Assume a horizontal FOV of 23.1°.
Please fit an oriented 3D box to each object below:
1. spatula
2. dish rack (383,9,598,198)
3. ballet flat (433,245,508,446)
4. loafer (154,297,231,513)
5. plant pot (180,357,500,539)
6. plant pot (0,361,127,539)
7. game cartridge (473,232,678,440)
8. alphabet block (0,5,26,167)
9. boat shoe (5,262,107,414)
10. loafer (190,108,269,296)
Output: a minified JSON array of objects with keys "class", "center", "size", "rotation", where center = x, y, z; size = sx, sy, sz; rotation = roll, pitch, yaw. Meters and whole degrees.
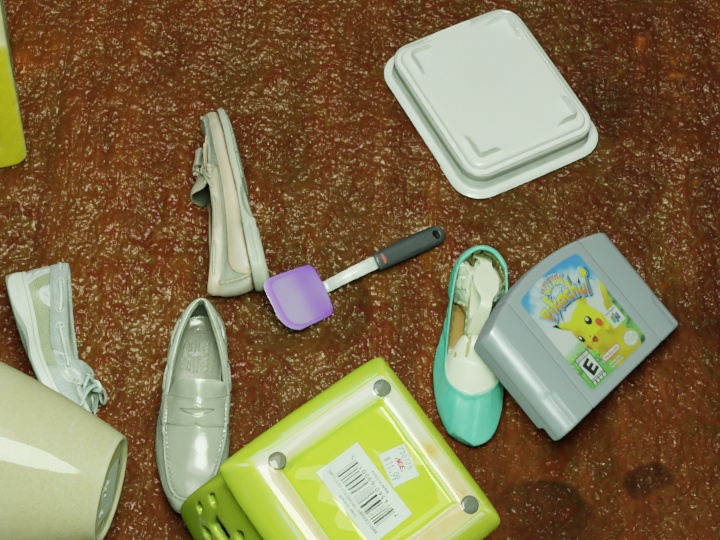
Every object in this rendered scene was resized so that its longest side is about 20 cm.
[{"class":"spatula","center":[0.000,0.000,1.692],"size":[0.199,0.021,0.057],"rotation":[-24,84,-21]},{"class":"dish rack","center":[0.134,-0.181,1.807],"size":[0.170,0.044,0.201],"rotation":[-23,62,-16]},{"class":"ballet flat","center":[0.104,0.061,1.638],"size":[0.067,0.071,0.202],"rotation":[6,58,-1]},{"class":"loafer","center":[-0.150,0.120,1.583],"size":[0.069,0.070,0.202],"rotation":[-1,59,-5]},{"class":"plant pot","center":[-0.012,0.203,1.458],"size":[0.198,0.182,0.201],"rotation":[-32,78,-22]},{"class":"plant pot","center":[-0.303,0.161,1.478],"size":[0.198,0.188,0.189],"rotation":[13,58,4]},{"class":"game cartridge","center":[0.198,0.052,1.629],"size":[0.134,0.041,0.200],"rotation":[48,52,5]},{"class":"alphabet block","center":[-0.438,-0.222,1.704],"size":[0.194,0.196,0.202],"rotation":[-10,60,-8]},{"class":"boat shoe","center":[-0.268,0.078,1.601],"size":[0.064,0.075,0.203],"rotation":[-19,55,-10]},{"class":"loafer","center":[-0.137,-0.067,1.704],"size":[0.062,0.072,0.202],"rotation":[-14,63,-4]}]
